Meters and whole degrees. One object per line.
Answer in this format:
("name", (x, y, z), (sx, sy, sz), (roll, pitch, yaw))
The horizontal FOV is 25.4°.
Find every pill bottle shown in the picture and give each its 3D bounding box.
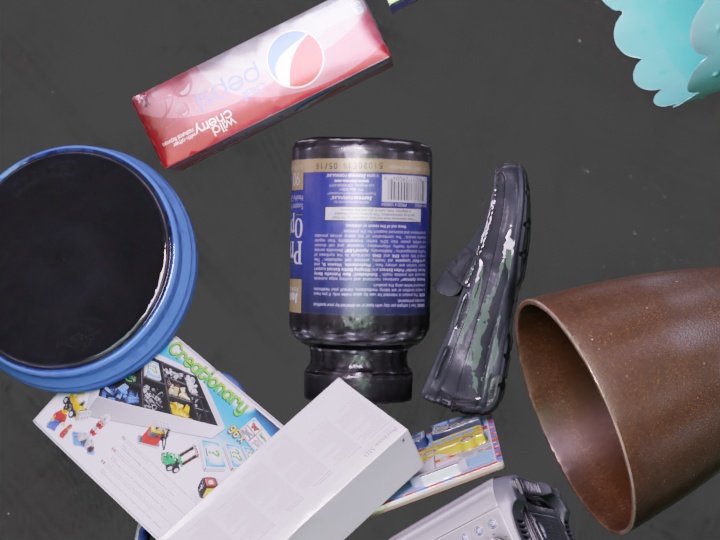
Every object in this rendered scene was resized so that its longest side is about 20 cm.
("pill bottle", (0.000, 0.000, 1.240), (0.111, 0.112, 0.201), (1, 90, 4))

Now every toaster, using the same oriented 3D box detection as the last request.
("toaster", (0.100, 0.230, 1.210), (0.129, 0.200, 0.114), (-28, 71, 15))

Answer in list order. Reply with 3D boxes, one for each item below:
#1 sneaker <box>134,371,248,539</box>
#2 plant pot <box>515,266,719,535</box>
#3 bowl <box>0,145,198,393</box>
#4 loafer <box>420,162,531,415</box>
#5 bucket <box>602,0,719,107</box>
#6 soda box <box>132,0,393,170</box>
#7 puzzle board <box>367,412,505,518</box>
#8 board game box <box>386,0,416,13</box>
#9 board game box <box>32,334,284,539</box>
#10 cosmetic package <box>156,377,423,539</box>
("sneaker", (-0.133, 0.180, 1.264), (0.075, 0.088, 0.201), (12, 90, 6))
("plant pot", (0.247, 0.074, 1.202), (0.199, 0.187, 0.188), (-21, 89, -10))
("bowl", (-0.229, -0.005, 1.264), (0.200, 0.039, 0.202), (-3, 74, 12))
("loafer", (0.092, 0.012, 1.255), (0.070, 0.068, 0.202), (10, 89, 10))
("bucket", (0.264, -0.231, 1.177), (0.134, 0.207, 0.208), (-17, 89, -6))
("soda box", (-0.075, -0.149, 1.264), (0.199, 0.070, 0.064), (-26, 90, 4))
("puzzle board", (0.011, 0.159, 1.221), (0.199, 0.151, 0.017), (-21, 97, 4))
("board game box", (0.084, -0.311, 1.264), (0.199, 0.045, 0.135), (-26, 89, 4))
("board game box", (-0.147, 0.129, 1.233), (0.200, 0.035, 0.126), (36, 79, 32))
("cosmetic package", (-0.056, 0.173, 1.134), (0.200, 0.051, 0.082), (-41, 44, -16))
